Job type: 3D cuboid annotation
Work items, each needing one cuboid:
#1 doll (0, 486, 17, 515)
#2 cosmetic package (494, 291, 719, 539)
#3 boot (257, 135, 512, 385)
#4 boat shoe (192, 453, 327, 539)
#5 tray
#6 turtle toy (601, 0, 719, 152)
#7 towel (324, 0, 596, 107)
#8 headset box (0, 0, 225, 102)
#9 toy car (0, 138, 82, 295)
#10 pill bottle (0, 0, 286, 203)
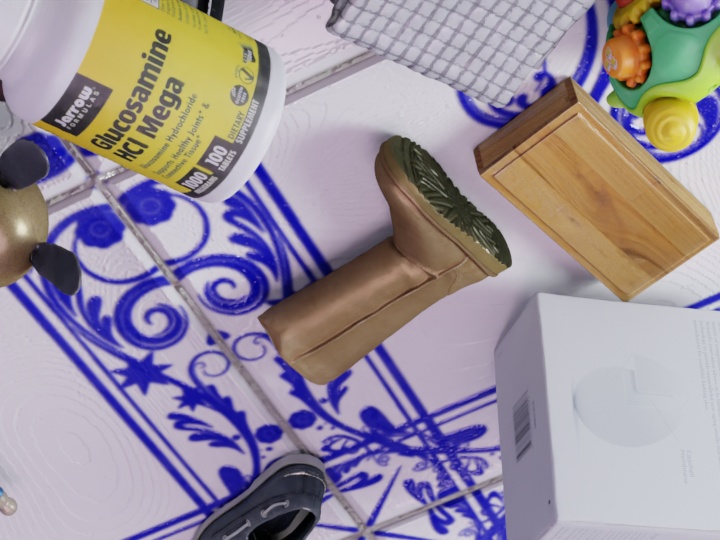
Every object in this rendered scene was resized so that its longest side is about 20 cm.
[{"bbox_3d":[-0.370,0.208,1.554,0.135,0.049,0.202,4,126,0],"label":"doll"},{"bbox_3d":[0.226,0.140,1.468,0.198,0.201,0.123,6,151,-13],"label":"cosmetic package"},{"bbox_3d":[0.000,0.000,1.412,0.199,0.067,0.175,-31,129,20],"label":"boot"},{"bbox_3d":[-0.098,0.250,1.627,0.072,0.062,0.200,24,124,-28],"label":"boat shoe"},{"bbox_3d":[0.190,-0.059,1.407,0.098,0.037,0.200,-36,129,23],"label":"tray"},{"bbox_3d":[0.241,-0.186,1.243,0.101,0.146,0.200,41,117,-12],"label":"turtle toy"},{"bbox_3d":[0.085,-0.225,1.208,0.164,0.086,0.201,19,125,-26],"label":"towel"},{"bbox_3d":[-0.190,-0.190,1.198,0.197,0.075,0.150,4,131,-12],"label":"headset box"},{"bbox_3d":[-0.279,-0.026,1.219,0.198,0.158,0.166,-3,112,34],"label":"toy car"},{"bbox_3d":[-0.156,-0.130,1.129,0.199,0.113,0.113,24,125,-27],"label":"pill bottle"}]
